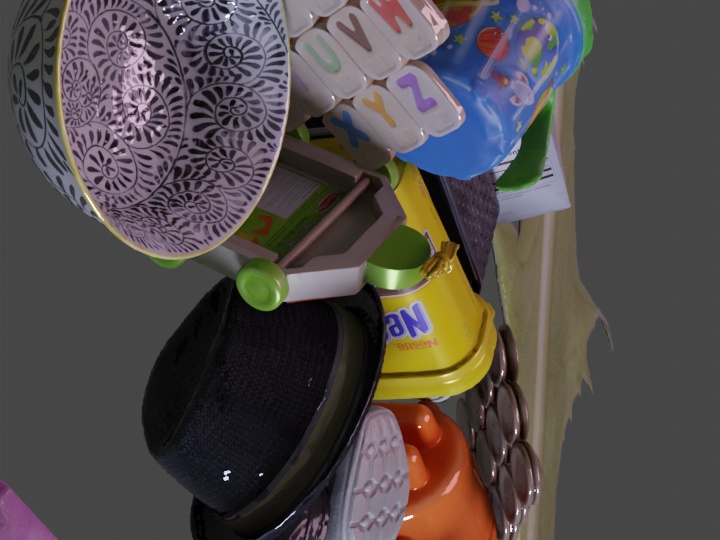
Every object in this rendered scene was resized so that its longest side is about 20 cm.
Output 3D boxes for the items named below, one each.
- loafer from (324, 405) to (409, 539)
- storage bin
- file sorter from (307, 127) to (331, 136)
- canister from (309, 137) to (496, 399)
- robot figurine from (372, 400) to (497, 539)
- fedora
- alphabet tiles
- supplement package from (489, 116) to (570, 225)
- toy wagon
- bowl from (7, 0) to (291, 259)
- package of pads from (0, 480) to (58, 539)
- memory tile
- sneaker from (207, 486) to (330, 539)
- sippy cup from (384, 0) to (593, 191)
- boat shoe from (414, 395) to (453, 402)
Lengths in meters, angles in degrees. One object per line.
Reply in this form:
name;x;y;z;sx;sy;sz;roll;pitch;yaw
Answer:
loafer;-0.012;0.187;1.118;0.070;0.070;0.201;-6;108;-47
storage bin;0.016;-0.072;1.229;0.094;0.135;0.200;-72;150;-44
file sorter;-0.056;-0.203;1.085;0.200;0.124;0.139;64;30;-44
canister;0.000;0.000;1.167;0.200;0.148;0.087;62;33;-42
robot figurine;0.044;0.188;1.289;0.144;0.116;0.200;59;-5;46
fedora;-0.072;0.072;1.000;0.092;0.200;0.201;35;48;-26
alphabet tiles;-0.030;-0.145;0.958;0.196;0.200;0.015;50;60;-12
supplement package;0.076;-0.168;1.336;0.192;0.147;0.200;-91;164;-49
toy wagon;-0.035;-0.029;1.005;0.155;0.200;0.040;-47;154;-45
bowl;-0.132;-0.110;0.893;0.201;0.094;0.201;-15;108;-55
package of pads;-0.172;0.201;0.790;0.200;0.075;0.121;63;34;-45
memory tile;0.113;0.145;1.322;0.200;0.017;0.154;102;-21;-62
sneaker;-0.073;0.184;1.051;0.091;0.076;0.200;28;46;-37
sippy cup;0.073;-0.136;1.071;0.178;0.140;0.130;33;54;-8
boat shoe;0.065;0.067;1.317;0.200;0.062;0.075;-142;-105;-79
